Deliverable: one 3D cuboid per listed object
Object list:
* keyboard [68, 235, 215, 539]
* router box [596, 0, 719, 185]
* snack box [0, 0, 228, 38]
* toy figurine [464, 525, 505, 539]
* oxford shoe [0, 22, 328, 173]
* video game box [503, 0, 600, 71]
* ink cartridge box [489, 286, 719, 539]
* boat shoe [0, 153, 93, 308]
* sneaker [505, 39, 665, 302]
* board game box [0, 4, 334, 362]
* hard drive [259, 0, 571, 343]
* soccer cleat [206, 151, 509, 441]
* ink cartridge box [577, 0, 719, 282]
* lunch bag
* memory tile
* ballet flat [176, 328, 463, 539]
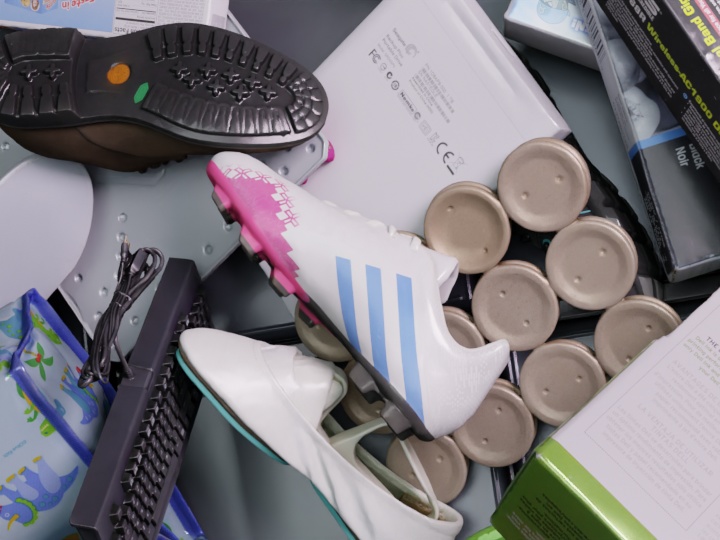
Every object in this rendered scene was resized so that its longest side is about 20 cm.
[{"bbox_3d":[-0.115,0.065,0.764,0.020,0.128,0.201,-6,40,15],"label":"keyboard"},{"bbox_3d":[0.231,-0.108,0.706,0.149,0.062,0.201,-28,76,-12],"label":"router box"},{"bbox_3d":[-0.168,-0.178,0.864,0.198,0.024,0.073,11,96,25],"label":"snack box"},{"bbox_3d":[0.067,0.221,0.725,0.150,0.184,0.200,40,90,16],"label":"toy figurine"},{"bbox_3d":[-0.114,-0.094,0.819,0.198,0.085,0.073,6,66,8],"label":"oxford shoe"},{"bbox_3d":[0.206,-0.191,0.831,0.198,0.047,0.184,21,83,7],"label":"video game box"},{"bbox_3d":[0.186,0.098,0.680,0.200,0.076,0.148,-36,72,-31],"label":"ink cartridge box"},{"bbox_3d":[-0.226,0.015,0.875,0.068,0.057,0.201,25,96,-20],"label":"boat shoe"},{"bbox_3d":[0.104,-0.045,0.833,0.079,0.075,0.201,-38,67,16],"label":"sneaker"},{"bbox_3d":[-0.137,-0.081,0.878,0.200,0.026,0.201,-43,73,20],"label":"board game box"},{"bbox_3d":[0.011,-0.066,0.832,0.200,0.027,0.132,-43,70,24],"label":"hard drive"},{"bbox_3d":[0.000,0.000,0.776,0.086,0.070,0.200,-39,80,-5],"label":"soccer cleat"},{"bbox_3d":[0.234,-0.118,0.777,0.198,0.043,0.200,-17,82,1],"label":"ink cartridge box"},{"bbox_3d":[-0.201,0.146,0.818,0.169,0.128,0.201,-30,116,6],"label":"lunch bag"},{"bbox_3d":[0.068,0.032,0.798,0.199,0.017,0.154,-33,93,25],"label":"memory tile"},{"bbox_3d":[-0.016,0.092,0.800,0.069,0.069,0.200,-42,101,2],"label":"ballet flat"}]
